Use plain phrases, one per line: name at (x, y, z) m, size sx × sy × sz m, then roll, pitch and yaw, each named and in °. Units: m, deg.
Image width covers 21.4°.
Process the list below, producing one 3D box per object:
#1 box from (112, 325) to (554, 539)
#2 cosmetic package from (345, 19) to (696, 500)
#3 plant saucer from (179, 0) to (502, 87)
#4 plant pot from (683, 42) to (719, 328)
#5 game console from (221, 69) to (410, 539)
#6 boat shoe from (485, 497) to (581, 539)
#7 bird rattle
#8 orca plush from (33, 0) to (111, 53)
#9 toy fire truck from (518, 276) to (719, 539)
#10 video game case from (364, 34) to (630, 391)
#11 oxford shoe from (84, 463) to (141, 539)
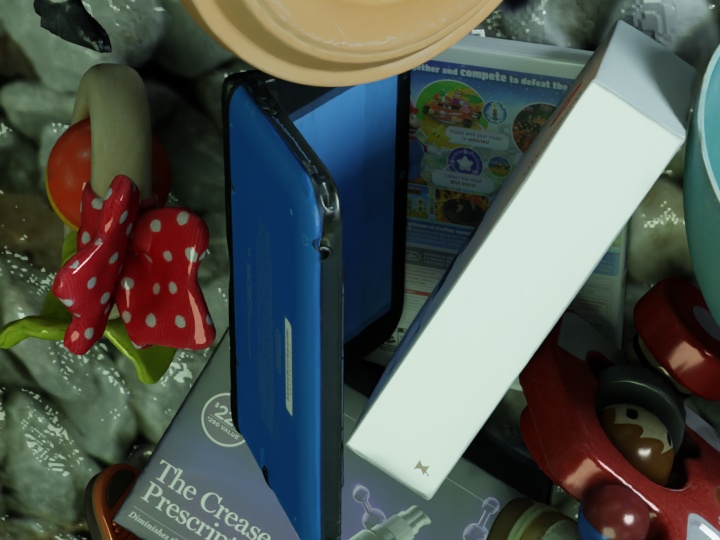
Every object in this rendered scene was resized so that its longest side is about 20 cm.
box at (-0.013, 0.126, 1.058) m, size 0.200 × 0.079 × 0.141 m, roll 31°, pitch 100°, yaw 1°
cosmetic package at (0.077, -0.009, 0.873) m, size 0.052 × 0.151 × 0.200 m, roll 33°, pitch 110°, yaw -2°
plant saucer at (0.010, -0.165, 0.758) m, size 0.032 × 0.200 × 0.200 m, roll 38°, pitch 138°, yaw 44°
plant pot at (0.228, -0.012, 0.846) m, size 0.200 × 0.200 × 0.135 m, roll 24°, pitch 147°, yaw 7°
game console at (0.000, 0.000, 0.901) m, size 0.118 × 0.171 × 0.200 m, roll -12°, pitch 124°, yaw -18°
boat shoe at (0.139, 0.185, 1.012) m, size 0.076 × 0.072 × 0.200 m, roll 14°, pitch 165°, yaw 39°
bird rattle at (-0.134, -0.025, 0.970) m, size 0.113 × 0.163 × 0.200 m, roll -3°, pitch 165°, yaw -8°
orca plush at (-0.110, -0.204, 0.924) m, size 0.071 × 0.105 × 0.200 m, roll 0°, pitch 110°, yaw -20°
toy fire truck at (0.160, 0.108, 0.934) m, size 0.200 × 0.168 × 0.112 m, roll 41°, pitch 114°, yaw -9°
video game case at (0.069, -0.026, 0.994) m, size 0.143 × 0.018 × 0.200 m, roll 10°, pitch 124°, yaw 17°
oxford shoe at (-0.145, 0.207, 1.196) m, size 0.072 × 0.071 × 0.200 m, roll 1°, pitch 121°, yaw 28°
